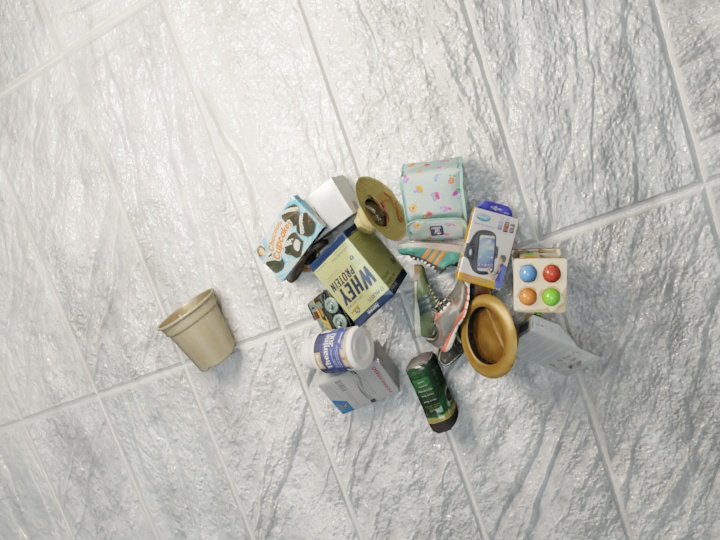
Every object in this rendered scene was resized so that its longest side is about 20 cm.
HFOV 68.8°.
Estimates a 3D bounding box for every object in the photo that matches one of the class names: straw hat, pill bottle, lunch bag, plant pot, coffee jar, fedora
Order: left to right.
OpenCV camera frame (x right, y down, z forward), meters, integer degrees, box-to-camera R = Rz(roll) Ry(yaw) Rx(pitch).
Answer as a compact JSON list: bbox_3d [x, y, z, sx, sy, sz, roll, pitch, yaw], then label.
[{"bbox_3d":[-0.476,0.190,1.582,0.196,0.201,0.187,-26,106,19],"label":"plant pot"},{"bbox_3d":[-0.067,0.216,1.413,0.195,0.110,0.115,-14,99,38],"label":"pill bottle"},{"bbox_3d":[0.030,-0.139,1.362,0.084,0.200,0.204,-32,93,33],"label":"straw hat"},{"bbox_3d":[0.201,0.337,1.453,0.083,0.104,0.206,-22,95,23],"label":"coffee jar"},{"bbox_3d":[0.190,-0.169,1.343,0.164,0.123,0.207,-4,117,12],"label":"lunch bag"},{"bbox_3d":[0.335,0.162,1.315,0.198,0.080,0.209,1,91,55],"label":"fedora"}]

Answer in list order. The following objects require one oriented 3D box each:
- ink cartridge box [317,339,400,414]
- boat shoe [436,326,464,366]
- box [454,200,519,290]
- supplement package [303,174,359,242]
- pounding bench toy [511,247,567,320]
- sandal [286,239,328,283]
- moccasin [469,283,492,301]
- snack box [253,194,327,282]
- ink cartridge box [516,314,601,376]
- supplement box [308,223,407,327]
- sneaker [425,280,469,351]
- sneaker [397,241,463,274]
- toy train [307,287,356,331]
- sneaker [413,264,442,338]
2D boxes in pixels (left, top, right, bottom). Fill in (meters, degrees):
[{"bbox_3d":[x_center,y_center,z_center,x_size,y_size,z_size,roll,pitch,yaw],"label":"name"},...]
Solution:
[{"bbox_3d":[-0.002,0.303,1.488,0.195,0.086,0.146,-24,123,18],"label":"ink cartridge box"},{"bbox_3d":[0.270,0.179,1.419,0.071,0.066,0.203,38,106,8],"label":"boat shoe"},{"bbox_3d":[0.315,-0.065,1.300,0.115,0.042,0.208,13,98,0],"label":"box"},{"bbox_3d":[-0.107,-0.152,1.431,0.197,0.114,0.111,-34,91,22],"label":"supplement package"},{"bbox_3d":[0.438,0.061,1.300,0.119,0.156,0.208,-1,102,15],"label":"pounding bench toy"},{"bbox_3d":[-0.142,-0.018,1.473,0.055,0.081,0.200,48,124,6],"label":"sandal"},{"bbox_3d":[0.325,-0.013,1.362,0.075,0.074,0.210,0,98,1],"label":"moccasin"},{"bbox_3d":[-0.188,-0.084,1.392,0.116,0.037,0.201,43,114,5],"label":"snack box"},{"bbox_3d":[0.479,0.192,1.333,0.193,0.059,0.163,17,151,-7],"label":"ink cartridge box"},{"bbox_3d":[0.000,0.000,1.385,0.134,0.200,0.201,-41,92,22],"label":"supplement box"},{"bbox_3d":[0.223,0.109,1.362,0.079,0.077,0.207,17,99,-3],"label":"sneaker"},{"bbox_3d":[0.191,-0.032,1.384,0.192,0.071,0.083,5,95,6],"label":"sneaker"},{"bbox_3d":[-0.071,0.146,1.506,0.112,0.085,0.205,-22,98,32],"label":"toy train"},{"bbox_3d":[0.188,0.084,1.427,0.086,0.067,0.208,0,105,11],"label":"sneaker"}]
